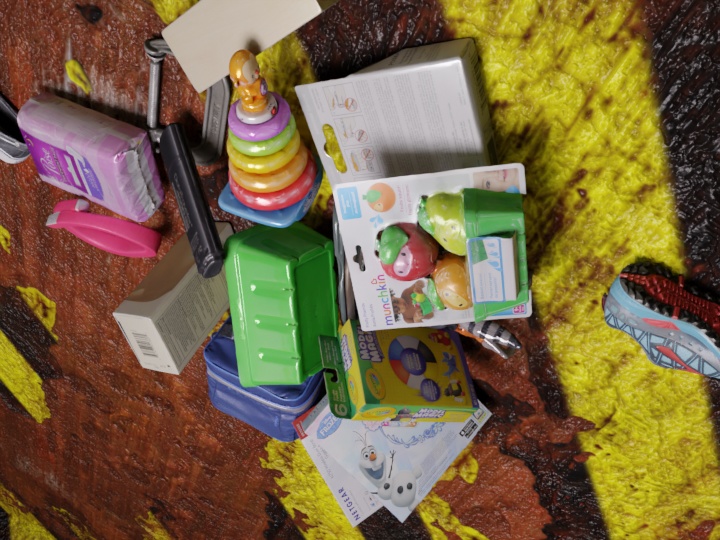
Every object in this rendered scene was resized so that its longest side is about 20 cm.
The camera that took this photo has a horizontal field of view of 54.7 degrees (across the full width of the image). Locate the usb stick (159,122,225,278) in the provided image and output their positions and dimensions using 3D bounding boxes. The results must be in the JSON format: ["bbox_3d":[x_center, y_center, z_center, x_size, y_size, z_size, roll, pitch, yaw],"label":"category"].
[{"bbox_3d":[-0.208,-0.090,0.857,0.056,0.032,0.204,-46,59,48],"label":"usb stick"}]

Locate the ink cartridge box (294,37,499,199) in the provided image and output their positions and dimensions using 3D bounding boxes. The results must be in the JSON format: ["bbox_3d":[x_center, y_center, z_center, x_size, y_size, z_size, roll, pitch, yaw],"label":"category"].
[{"bbox_3d":[0.044,-0.151,0.758,0.195,0.057,0.166,3,130,33],"label":"ink cartridge box"}]

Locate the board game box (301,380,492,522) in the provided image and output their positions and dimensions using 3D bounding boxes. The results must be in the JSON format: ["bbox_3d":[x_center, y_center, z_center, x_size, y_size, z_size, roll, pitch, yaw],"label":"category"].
[{"bbox_3d":[0.052,0.207,0.974,0.199,0.201,0.043,44,174,-14],"label":"board game box"}]

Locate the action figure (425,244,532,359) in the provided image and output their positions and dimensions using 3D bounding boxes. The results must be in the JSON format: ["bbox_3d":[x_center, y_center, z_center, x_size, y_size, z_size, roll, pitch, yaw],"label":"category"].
[{"bbox_3d":[0.108,0.023,0.837,0.187,0.106,0.203,10,137,8],"label":"action figure"}]

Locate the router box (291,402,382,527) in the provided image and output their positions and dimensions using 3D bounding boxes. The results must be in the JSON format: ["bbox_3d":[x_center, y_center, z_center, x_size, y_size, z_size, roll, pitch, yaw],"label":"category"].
[{"bbox_3d":[0.016,0.259,1.050,0.049,0.177,0.203,40,160,58],"label":"router box"}]

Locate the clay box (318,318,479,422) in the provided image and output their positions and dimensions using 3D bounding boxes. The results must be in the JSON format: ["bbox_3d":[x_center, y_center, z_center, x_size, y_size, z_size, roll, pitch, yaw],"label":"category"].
[{"bbox_3d":[0.048,0.127,0.876,0.195,0.117,0.048,8,142,-29],"label":"clay box"}]

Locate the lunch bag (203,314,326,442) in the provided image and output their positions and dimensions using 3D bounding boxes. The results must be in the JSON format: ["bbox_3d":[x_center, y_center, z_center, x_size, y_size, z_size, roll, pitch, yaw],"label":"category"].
[{"bbox_3d":[-0.146,0.145,1.064,0.195,0.137,0.135,21,136,13],"label":"lunch bag"}]

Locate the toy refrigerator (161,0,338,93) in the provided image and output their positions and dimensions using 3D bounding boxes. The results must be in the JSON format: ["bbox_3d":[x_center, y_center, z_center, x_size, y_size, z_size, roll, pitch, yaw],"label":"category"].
[{"bbox_3d":[-0.113,-0.270,0.729,0.197,0.070,0.077,-19,113,38],"label":"toy refrigerator"}]

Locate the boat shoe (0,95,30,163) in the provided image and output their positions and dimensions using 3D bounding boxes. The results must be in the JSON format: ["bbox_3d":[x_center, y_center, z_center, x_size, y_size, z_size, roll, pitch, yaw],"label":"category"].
[{"bbox_3d":[-0.555,-0.244,1.002,0.067,0.072,0.201,-22,117,43],"label":"boat shoe"}]

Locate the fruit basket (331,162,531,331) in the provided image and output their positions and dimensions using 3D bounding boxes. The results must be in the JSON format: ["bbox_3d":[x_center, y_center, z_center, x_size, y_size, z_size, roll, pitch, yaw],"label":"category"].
[{"bbox_3d":[0.079,-0.014,0.731,0.193,0.095,0.190,-7,121,6],"label":"fruit basket"}]

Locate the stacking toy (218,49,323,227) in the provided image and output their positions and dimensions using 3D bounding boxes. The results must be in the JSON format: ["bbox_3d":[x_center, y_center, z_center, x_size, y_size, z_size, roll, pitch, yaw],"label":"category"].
[{"bbox_3d":[-0.109,-0.156,0.766,0.107,0.118,0.202,16,146,16],"label":"stacking toy"}]

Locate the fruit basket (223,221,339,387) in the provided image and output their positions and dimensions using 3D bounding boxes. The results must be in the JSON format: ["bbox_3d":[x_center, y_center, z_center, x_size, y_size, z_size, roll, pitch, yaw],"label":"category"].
[{"bbox_3d":[-0.125,0.033,0.926,0.211,0.154,0.222,15,117,33],"label":"fruit basket"}]

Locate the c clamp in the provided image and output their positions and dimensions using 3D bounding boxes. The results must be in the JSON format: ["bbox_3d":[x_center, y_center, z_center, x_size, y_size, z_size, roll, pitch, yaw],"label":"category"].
[{"bbox_3d":[-0.244,-0.212,0.883,0.168,0.027,0.201,33,137,1],"label":"c clamp"}]

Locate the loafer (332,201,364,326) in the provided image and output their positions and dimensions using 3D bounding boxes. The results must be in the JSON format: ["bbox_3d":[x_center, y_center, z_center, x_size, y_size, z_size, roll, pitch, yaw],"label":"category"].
[{"bbox_3d":[0.000,0.000,0.902,0.061,0.073,0.204,-1,128,4],"label":"loafer"}]

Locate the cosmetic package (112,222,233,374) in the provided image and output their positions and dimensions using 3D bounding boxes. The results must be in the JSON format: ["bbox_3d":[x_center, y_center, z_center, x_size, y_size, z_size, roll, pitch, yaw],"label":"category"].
[{"bbox_3d":[-0.242,0.033,0.973,0.069,0.202,0.107,5,130,26],"label":"cosmetic package"}]

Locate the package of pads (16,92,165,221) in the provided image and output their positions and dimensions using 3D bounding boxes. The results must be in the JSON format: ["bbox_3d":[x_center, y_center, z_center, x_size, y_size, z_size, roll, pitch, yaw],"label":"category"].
[{"bbox_3d":[-0.367,-0.157,0.955,0.196,0.076,0.123,23,140,20],"label":"package of pads"}]

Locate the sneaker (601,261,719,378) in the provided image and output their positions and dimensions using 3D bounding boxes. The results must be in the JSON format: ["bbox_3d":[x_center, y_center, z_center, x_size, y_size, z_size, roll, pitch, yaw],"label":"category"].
[{"bbox_3d":[0.358,0.070,0.764,0.198,0.080,0.096,35,147,10],"label":"sneaker"}]

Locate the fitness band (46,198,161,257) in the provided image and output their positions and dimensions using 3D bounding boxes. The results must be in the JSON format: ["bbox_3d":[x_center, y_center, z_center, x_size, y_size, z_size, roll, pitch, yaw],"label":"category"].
[{"bbox_3d":[-0.379,-0.060,1.035,0.142,0.039,0.197,26,164,-40],"label":"fitness band"}]
